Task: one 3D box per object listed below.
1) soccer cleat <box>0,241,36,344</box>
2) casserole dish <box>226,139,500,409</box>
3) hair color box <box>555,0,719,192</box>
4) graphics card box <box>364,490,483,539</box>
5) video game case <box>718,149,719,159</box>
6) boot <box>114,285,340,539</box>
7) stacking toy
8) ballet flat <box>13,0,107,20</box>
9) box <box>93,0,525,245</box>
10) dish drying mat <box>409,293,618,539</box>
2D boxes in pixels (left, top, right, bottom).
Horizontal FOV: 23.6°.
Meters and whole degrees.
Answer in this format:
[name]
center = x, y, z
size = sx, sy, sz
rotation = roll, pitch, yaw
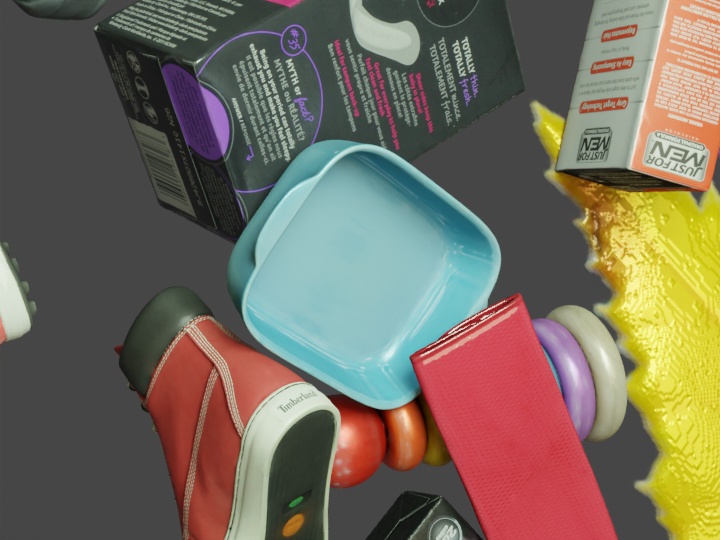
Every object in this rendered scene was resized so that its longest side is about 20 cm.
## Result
[soccer cleat]
center = -0.239, -0.043, 0.873
size = 0.073, 0.068, 0.201
rotation = -30, 104, -21
[casserole dish]
center = 0.000, 0.000, 0.925
size = 0.121, 0.039, 0.200
rotation = -56, 140, 1
[hair color box]
center = 0.188, -0.152, 1.066
size = 0.061, 0.101, 0.201
rotation = 15, 88, -20
[graphics card box]
center = 0.063, 0.243, 1.028
size = 0.200, 0.051, 0.126
rotation = 48, 69, -17
[video game case]
center = 0.328, -0.088, 1.185
size = 0.181, 0.036, 0.201
rotation = -22, 98, -25
[boot]
center = -0.087, 0.111, 0.947
size = 0.072, 0.144, 0.201
rotation = -21, 135, -40
[stacking toy]
center = 0.055, 0.085, 1.017
size = 0.199, 0.085, 0.086
rotation = -15, 95, -23
[ballet flat]
center = -0.117, -0.217, 0.920
size = 0.073, 0.073, 0.200
rotation = 33, 95, -23
[box]
center = -0.024, -0.117, 0.946
size = 0.200, 0.106, 0.123
rotation = -32, 125, -25
[dish drying mat]
center = 0.095, 0.117, 0.994
size = 0.077, 0.018, 0.201
rotation = -29, 109, -14
